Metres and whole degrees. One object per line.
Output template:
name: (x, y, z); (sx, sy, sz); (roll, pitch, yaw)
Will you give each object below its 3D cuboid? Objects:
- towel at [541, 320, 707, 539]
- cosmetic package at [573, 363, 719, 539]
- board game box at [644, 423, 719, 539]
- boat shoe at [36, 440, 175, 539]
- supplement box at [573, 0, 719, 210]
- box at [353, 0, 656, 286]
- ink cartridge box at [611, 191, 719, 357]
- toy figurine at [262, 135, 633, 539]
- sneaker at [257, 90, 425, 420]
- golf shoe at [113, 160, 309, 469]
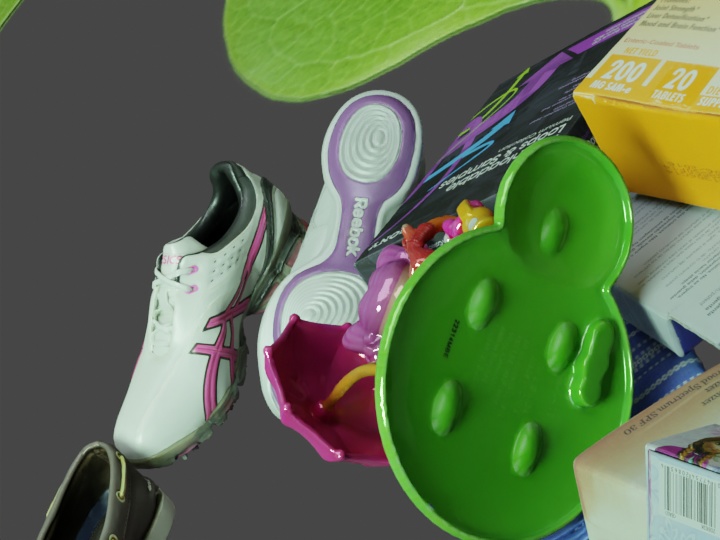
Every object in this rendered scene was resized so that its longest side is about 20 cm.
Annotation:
towel: (0.104, 0.067, 1.080); (0.145, 0.024, 0.200); (-33, 34, 10)
cosmetic package: (0.192, 0.116, 0.853); (0.103, 0.087, 0.200); (-29, 28, -27)
board game box: (0.183, 0.174, 0.740); (0.041, 0.200, 0.200); (-12, 18, -34)
boat shoe: (-0.162, 0.178, 1.163); (0.072, 0.060, 0.200); (-19, 30, 31)
supplement box: (0.221, -0.122, 1.059); (0.200, 0.074, 0.126); (-47, 35, -22)
box: (0.094, -0.069, 1.162); (0.143, 0.036, 0.200); (-26, 19, 43)
ink cartridge box: (0.205, -0.043, 1.076); (0.196, 0.043, 0.200); (-39, 33, -8)
toy figurine: (0.029, 0.031, 1.054); (0.184, 0.150, 0.200); (0, 67, 56)
sneaker: (0.000, 0.000, 1.232); (0.075, 0.100, 0.200); (17, 79, 13)
golf shoe: (-0.105, 0.026, 1.276); (0.073, 0.092, 0.200); (-2, 51, 42)
